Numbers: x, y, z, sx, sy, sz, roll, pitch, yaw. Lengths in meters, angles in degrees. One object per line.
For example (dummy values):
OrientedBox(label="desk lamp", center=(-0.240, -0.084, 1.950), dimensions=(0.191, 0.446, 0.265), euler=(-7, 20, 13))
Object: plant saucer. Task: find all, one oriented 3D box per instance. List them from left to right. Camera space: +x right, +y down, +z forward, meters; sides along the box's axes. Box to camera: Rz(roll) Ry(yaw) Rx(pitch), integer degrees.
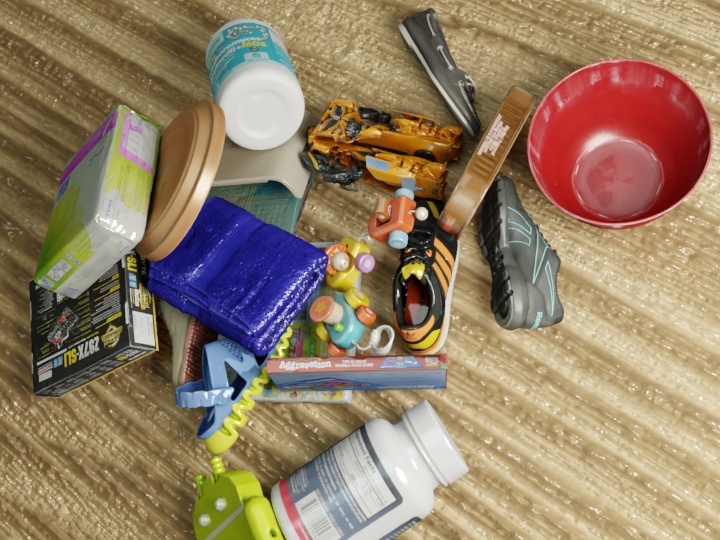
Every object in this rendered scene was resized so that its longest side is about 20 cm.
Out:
OrientedBox(label="plant saucer", center=(-0.224, -0.111, 1.105), dimensions=(0.200, 0.032, 0.203), euler=(-39, 39, 40))

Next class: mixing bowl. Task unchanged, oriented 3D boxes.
OrientedBox(label="mixing bowl", center=(0.294, -0.127, 1.060), dimensions=(0.196, 0.108, 0.204), euler=(-5, 70, 14))

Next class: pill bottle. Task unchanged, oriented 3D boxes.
OrientedBox(label="pill bottle", center=(-0.141, -0.251, 1.195), dimensions=(0.109, 0.111, 0.201), euler=(-28, 41, 5))
OrientedBox(label="pill bottle", center=(0.013, 0.234, 1.009), dimensions=(0.198, 0.120, 0.121), euler=(-33, 65, 2))

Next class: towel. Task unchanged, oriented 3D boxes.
OrientedBox(label="towel", center=(-0.165, -0.074, 1.198), dimensions=(0.196, 0.022, 0.148), euler=(-3, 44, 17))
OrientedBox(label="towel", center=(-0.148, -0.002, 1.086), dimensions=(0.198, 0.050, 0.149), euler=(27, 73, 30))

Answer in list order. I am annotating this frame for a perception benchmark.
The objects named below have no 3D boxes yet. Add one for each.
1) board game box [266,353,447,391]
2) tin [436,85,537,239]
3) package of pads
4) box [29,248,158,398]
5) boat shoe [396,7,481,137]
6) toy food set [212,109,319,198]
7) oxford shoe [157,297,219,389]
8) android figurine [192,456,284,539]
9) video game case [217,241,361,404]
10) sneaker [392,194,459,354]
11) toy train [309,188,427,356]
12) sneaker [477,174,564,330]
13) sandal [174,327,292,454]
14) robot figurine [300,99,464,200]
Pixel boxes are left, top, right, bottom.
OrientedBox(label="board game box", center=(-0.001, 0.116, 1.044), dimensions=(0.196, 0.103, 0.020), euler=(-2, 70, 4))
OrientedBox(label="tin", center=(0.148, -0.129, 1.092), dimensions=(0.041, 0.112, 0.202), euler=(28, 70, 7))
OrientedBox(label="package of pads", center=(-0.312, -0.085, 1.117), dimensions=(0.154, 0.068, 0.203), euler=(-34, 41, 34))
OrientedBox(label="box", center=(-0.345, 0.056, 1.181), dimensions=(0.198, 0.049, 0.162), euler=(-26, 65, 31))
OrientedBox(label="boat shoe", center=(0.112, -0.261, 1.185), dimensions=(0.057, 0.067, 0.202), euler=(-32, 62, 8))
OrientedBox(label="toy food set", center=(-0.155, -0.140, 1.212), dimensions=(0.196, 0.061, 0.145), euler=(-4, 44, 19))
OrientedBox(label="oxford shoe", center=(-0.220, 0.065, 1.170), dimensions=(0.072, 0.071, 0.203), euler=(-7, 59, 17))
OrientedBox(label="android figurine", center=(-0.137, 0.308, 1.025), dimensions=(0.182, 0.041, 0.203), euler=(-45, 59, 43))
OrientedBox(label="video game case", center=(-0.090, 0.063, 1.154), dimensions=(0.178, 0.023, 0.204), euler=(-1, 70, 16))
OrientedBox(label="sneaker", center=(0.075, -0.006, 1.091), dimensions=(0.069, 0.090, 0.204), euler=(-1, 71, 16))
OrientedBox(label="toy train", center=(0.000, 0.000, 1.064), dimensions=(0.149, 0.055, 0.203), euler=(-17, 53, 48))
OrientedBox(label="sneaker", center=(0.187, -0.020, 1.086), dimensions=(0.078, 0.076, 0.203), euler=(4, 61, -14))
OrientedBox(label="sandal", center=(-0.149, 0.109, 1.084), dimensions=(0.086, 0.079, 0.202), euler=(33, 76, -20))
OrientedBox(label="robot figurine", center=(0.024, -0.158, 1.157), dimensions=(0.197, 0.059, 0.146), euler=(16, 50, 12))
